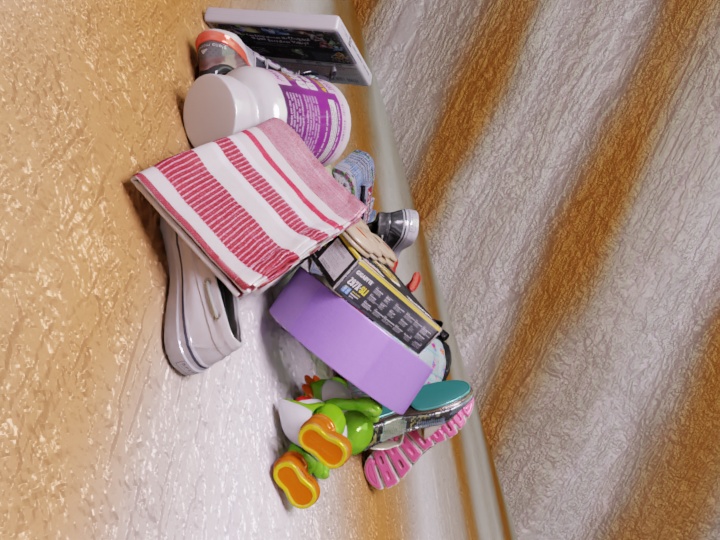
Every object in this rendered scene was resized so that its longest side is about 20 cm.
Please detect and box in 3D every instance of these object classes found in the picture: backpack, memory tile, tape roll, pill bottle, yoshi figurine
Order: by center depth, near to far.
[{"bbox_3d":[-0.026,0.185,0.732,0.200,0.110,0.115,-58,144,-78],"label":"yoshi figurine"},{"bbox_3d":[-0.106,-0.176,0.766,0.199,0.111,0.115,-14,85,-56],"label":"pill bottle"},{"bbox_3d":[-0.011,0.081,0.770,0.199,0.066,0.200,37,-2,1],"label":"tape roll"},{"bbox_3d":[-0.022,-0.068,0.771,0.154,0.017,0.200,47,7,11],"label":"memory tile"},{"bbox_3d":[0.047,0.139,1.002,0.199,0.164,0.129,34,37,-58],"label":"backpack"}]

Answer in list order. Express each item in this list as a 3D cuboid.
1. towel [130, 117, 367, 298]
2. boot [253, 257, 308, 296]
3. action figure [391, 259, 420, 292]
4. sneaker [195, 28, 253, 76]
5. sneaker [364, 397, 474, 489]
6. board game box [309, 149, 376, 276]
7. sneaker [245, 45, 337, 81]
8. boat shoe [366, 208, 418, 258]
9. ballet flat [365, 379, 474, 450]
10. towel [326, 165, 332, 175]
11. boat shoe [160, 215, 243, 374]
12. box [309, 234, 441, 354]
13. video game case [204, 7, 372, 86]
[{"bbox_3d":[-0.092,-0.070,0.608,0.144,0.023,0.199,45,40,6],"label":"towel"},{"bbox_3d":[-0.109,-0.033,0.746,0.091,0.072,0.200,52,2,-2],"label":"boot"},{"bbox_3d":[0.024,0.021,1.011,0.065,0.200,0.100,32,53,-15],"label":"action figure"},{"bbox_3d":[-0.152,-0.219,0.852,0.200,0.075,0.084,39,48,-56],"label":"sneaker"},{"bbox_3d":[0.084,0.238,0.978,0.074,0.200,0.087,46,-4,3],"label":"sneaker"},{"bbox_3d":[-0.021,-0.073,1.057,0.200,0.060,0.204,-60,162,-65],"label":"board game box"},{"bbox_3d":[-0.102,-0.275,0.945,0.200,0.137,0.079,49,30,-61],"label":"sneaker"},{"bbox_3d":[0.029,-0.051,1.001,0.200,0.069,0.074,126,-30,-67],"label":"boat shoe"},{"bbox_3d":[0.064,0.206,0.907,0.074,0.195,0.076,169,-90,-82],"label":"ballet flat"},{"bbox_3d":[-0.091,-0.120,0.886,0.199,0.036,0.152,-6,75,-58],"label":"towel"},{"bbox_3d":[-0.133,-0.005,0.589,0.074,0.065,0.204,52,22,-57],"label":"boat shoe"},{"bbox_3d":[0.000,0.000,0.785,0.200,0.049,0.160,40,7,-47],"label":"box"},{"bbox_3d":[-0.097,-0.319,0.942,0.182,0.195,0.024,27,75,-73],"label":"video game case"}]
